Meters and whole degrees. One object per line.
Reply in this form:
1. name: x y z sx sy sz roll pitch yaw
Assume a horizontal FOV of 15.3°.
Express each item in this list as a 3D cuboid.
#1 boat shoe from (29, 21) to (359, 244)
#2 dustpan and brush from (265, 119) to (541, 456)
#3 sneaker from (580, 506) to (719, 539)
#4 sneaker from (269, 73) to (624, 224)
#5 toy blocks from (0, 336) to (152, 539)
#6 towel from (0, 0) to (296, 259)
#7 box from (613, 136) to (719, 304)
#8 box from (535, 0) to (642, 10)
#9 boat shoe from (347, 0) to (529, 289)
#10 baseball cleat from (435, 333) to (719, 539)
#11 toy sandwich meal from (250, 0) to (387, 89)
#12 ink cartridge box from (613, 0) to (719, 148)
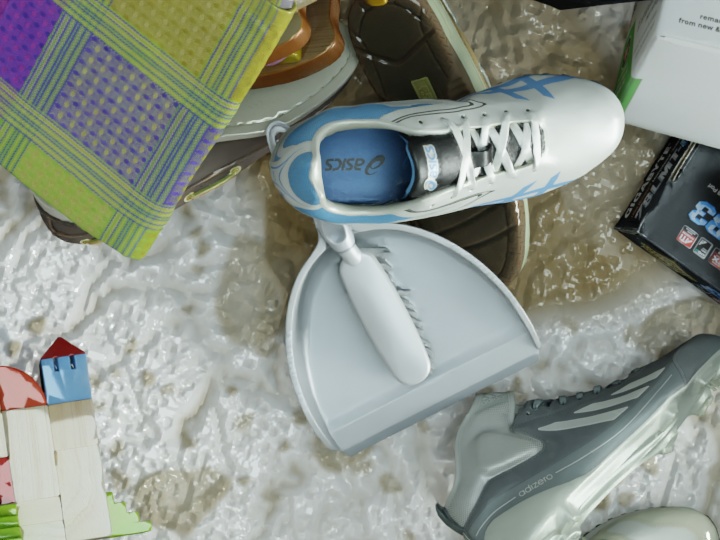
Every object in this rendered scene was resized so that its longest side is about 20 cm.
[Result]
1. boat shoe: -0.090 -0.078 1.498 0.199 0.060 0.072 -29 66 -11
2. dustpan and brush: 0.000 0.000 1.501 0.139 0.057 0.201 -27 101 8
3. sneaker: 0.125 0.196 1.542 0.199 0.093 0.071 -20 97 -10
4. sneaker: 0.051 -0.061 1.443 0.199 0.072 0.072 -10 108 -13
5. toy blocks: -0.221 0.090 1.471 0.199 0.100 0.137 -7 84 -11
6. towel: -0.125 -0.113 1.391 0.143 0.023 0.200 37 124 8
7. box: 0.284 -0.051 1.585 0.200 0.050 0.199 33 87 -12
8. box: 0.098 -0.210 1.458 0.122 0.200 0.107 17 90 -12
9. boat shoe: 0.054 -0.087 1.523 0.071 0.076 0.201 -8 118 18
10. baseball cleat: 0.125 0.085 1.549 0.106 0.070 0.200 38 61 20
11. toy sandwich meal: -0.054 -0.193 1.471 0.204 0.070 0.206 -9 58 14
12. ink cartridge box: 0.207 -0.187 1.484 0.084 0.145 0.201 14 74 -1
